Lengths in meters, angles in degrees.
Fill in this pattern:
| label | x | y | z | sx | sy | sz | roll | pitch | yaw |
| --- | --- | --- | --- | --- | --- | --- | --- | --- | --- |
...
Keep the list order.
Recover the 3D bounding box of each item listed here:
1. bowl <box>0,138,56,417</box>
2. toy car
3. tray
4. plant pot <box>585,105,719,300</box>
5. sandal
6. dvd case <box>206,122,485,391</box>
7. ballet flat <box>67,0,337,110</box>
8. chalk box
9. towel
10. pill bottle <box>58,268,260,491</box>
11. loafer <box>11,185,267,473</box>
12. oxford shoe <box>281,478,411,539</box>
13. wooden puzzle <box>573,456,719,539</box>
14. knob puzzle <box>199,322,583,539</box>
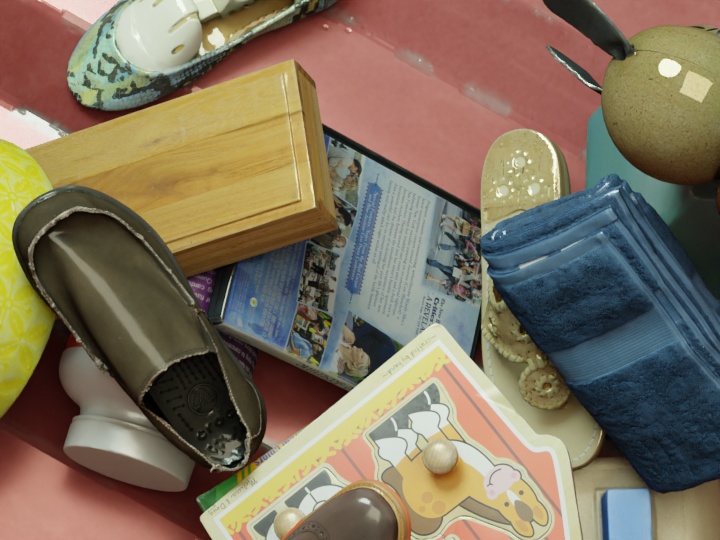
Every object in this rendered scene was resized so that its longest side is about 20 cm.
| label | x | y | z | sx | sy | sz | roll | pitch | yaw |
| --- | --- | --- | --- | --- | --- | --- | --- | --- | --- |
| bowl | -0.276 | 0.002 | 1.662 | 0.108 | 0.200 | 0.200 | 24 | 67 | -47 |
| toy car | 0.193 | -0.104 | 1.578 | 0.200 | 0.164 | 0.158 | 23 | 73 | 13 |
| tray | -0.117 | -0.044 | 1.675 | 0.200 | 0.037 | 0.099 | -18 | 62 | 17 |
| plant pot | 0.222 | -0.051 | 1.744 | 0.141 | 0.200 | 0.141 | 6 | 74 | -6 |
| sandal | 0.097 | 0.014 | 1.751 | 0.078 | 0.070 | 0.212 | -11 | 76 | 21 |
| dvd case | 0.000 | 0.000 | 1.738 | 0.200 | 0.018 | 0.143 | 27 | 67 | -37 |
| ballet flat | -0.094 | -0.167 | 1.807 | 0.200 | 0.074 | 0.074 | -31 | 81 | -13 |
| chalk box | 0.018 | 0.189 | 1.668 | 0.124 | 0.125 | 0.200 | -32 | 71 | 2 |
| towel | 0.160 | 0.042 | 1.687 | 0.200 | 0.112 | 0.049 | 52 | 37 | -20 |
| pill bottle | -0.111 | 0.024 | 1.729 | 0.112 | 0.112 | 0.200 | 17 | 73 | -2 |
| loafer | -0.114 | 0.035 | 1.612 | 0.073 | 0.071 | 0.200 | -41 | 111 | 1 |
| oxford shoe | -0.046 | 0.196 | 1.560 | 0.071 | 0.073 | 0.200 | 41 | 104 | 16 |
| wooden puzzle | 0.126 | 0.201 | 1.743 | 0.200 | 0.046 | 0.185 | 0 | 75 | -7 |
| knob puzzle | 0.034 | 0.156 | 1.594 | 0.219 | 0.030 | 0.220 | -3 | 76 | 10 |
